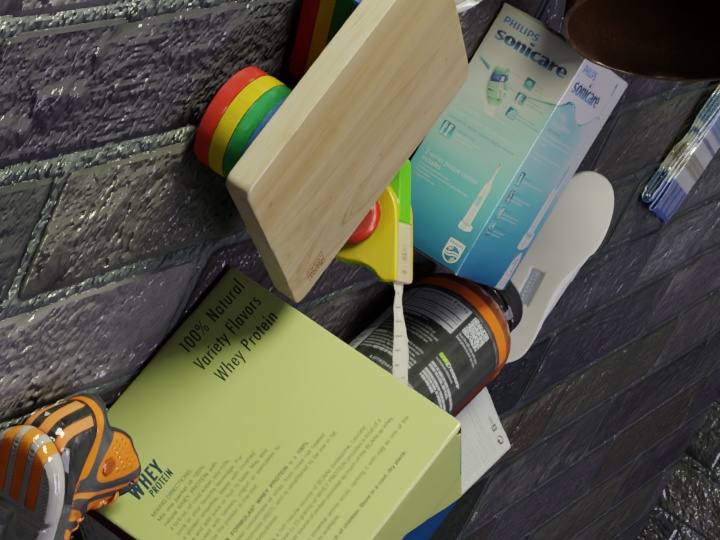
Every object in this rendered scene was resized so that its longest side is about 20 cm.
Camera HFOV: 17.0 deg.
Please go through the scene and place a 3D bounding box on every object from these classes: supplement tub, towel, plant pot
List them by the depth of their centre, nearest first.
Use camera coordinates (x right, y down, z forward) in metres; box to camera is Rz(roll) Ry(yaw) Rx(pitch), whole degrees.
[{"bbox_3d":[0.246,-0.269,1.786,0.187,0.186,0.201,67,25,-69],"label":"plant pot"},{"bbox_3d":[0.055,0.073,2.004,0.200,0.107,0.107,-41,157,-40],"label":"supplement tub"},{"bbox_3d":[0.373,-0.144,2.624,0.201,0.024,0.147,-56,165,4],"label":"towel"}]

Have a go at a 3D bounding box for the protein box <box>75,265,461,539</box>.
[{"bbox_3d":[-0.066,0.148,1.653,0.199,0.200,0.135,-50,162,-20],"label":"protein box"}]

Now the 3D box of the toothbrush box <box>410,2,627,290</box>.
[{"bbox_3d":[0.114,-0.095,1.906,0.201,0.085,0.146,-58,161,6],"label":"toothbrush box"}]

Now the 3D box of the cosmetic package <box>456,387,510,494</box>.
[{"bbox_3d":[0.025,0.173,2.065,0.112,0.082,0.200,-13,-163,41],"label":"cosmetic package"}]

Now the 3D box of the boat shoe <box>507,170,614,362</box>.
[{"bbox_3d":[0.174,-0.004,2.268,0.069,0.072,0.201,-91,-155,-83],"label":"boat shoe"}]

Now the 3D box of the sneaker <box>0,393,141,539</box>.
[{"bbox_3d":[-0.194,0.165,1.545,0.112,0.077,0.201,-32,150,-51],"label":"sneaker"}]

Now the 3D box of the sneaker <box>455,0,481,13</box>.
[{"bbox_3d":[0.090,-0.264,1.594,0.201,0.075,0.081,-58,149,-4],"label":"sneaker"}]

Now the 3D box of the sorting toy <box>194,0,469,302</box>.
[{"bbox_3d":[-0.023,-0.107,1.545,0.200,0.069,0.199,-53,162,-12],"label":"sorting toy"}]

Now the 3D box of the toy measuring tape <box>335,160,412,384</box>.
[{"bbox_3d":[0.000,0.000,1.720,0.074,0.073,0.201,15,75,-72],"label":"toy measuring tape"}]
